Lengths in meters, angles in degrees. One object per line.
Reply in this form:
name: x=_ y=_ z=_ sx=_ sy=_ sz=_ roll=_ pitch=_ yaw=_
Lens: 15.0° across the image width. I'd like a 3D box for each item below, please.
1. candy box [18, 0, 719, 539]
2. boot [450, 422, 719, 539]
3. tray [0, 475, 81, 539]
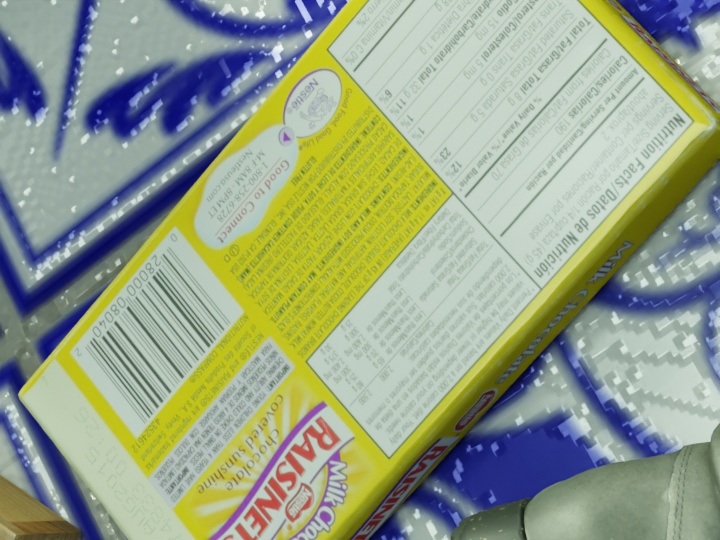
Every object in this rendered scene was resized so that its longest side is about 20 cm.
candy box: x=0.000 y=0.000 z=0.729 sx=0.200 sy=0.026 sz=0.102 roll=-48 pitch=69 yaw=18
boot: x=0.108 y=0.123 z=0.642 sx=0.130 sy=0.068 sz=0.201 roll=-24 pitch=77 yaw=20
tray: x=-0.167 y=0.141 z=0.807 sx=0.098 sy=0.037 sz=0.201 roll=30 pitch=100 yaw=27
